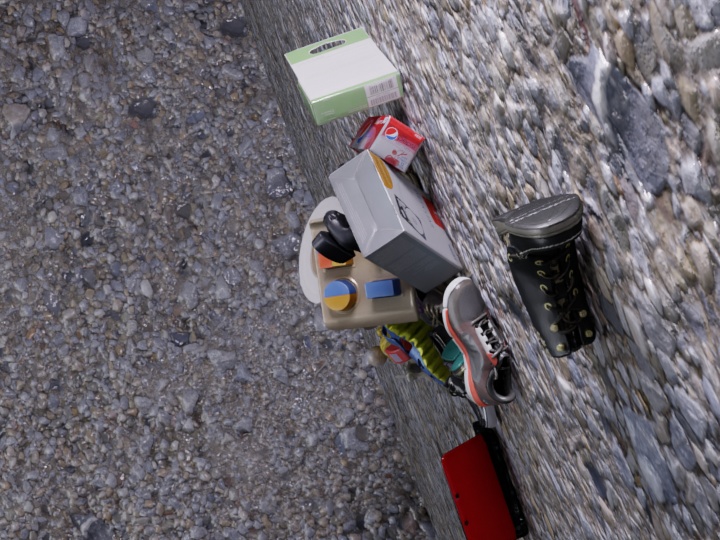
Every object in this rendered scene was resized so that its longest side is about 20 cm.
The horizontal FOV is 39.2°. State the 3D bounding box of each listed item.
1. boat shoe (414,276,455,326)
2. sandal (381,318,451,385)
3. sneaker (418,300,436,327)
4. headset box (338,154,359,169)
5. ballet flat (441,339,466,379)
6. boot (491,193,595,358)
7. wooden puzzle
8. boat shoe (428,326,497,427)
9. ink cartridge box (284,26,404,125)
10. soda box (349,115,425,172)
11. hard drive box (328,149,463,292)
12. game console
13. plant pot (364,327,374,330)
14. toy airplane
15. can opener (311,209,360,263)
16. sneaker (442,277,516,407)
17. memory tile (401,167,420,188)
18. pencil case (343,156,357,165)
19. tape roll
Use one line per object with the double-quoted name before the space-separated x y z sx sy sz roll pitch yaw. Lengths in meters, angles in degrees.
"boat shoe" 0.138 0.064 1.614 0.200 0.073 0.075 -124 16 -68
"sandal" 0.109 0.133 1.840 0.200 0.079 0.087 46 157 6
"sneaker" 0.070 0.025 1.862 0.073 0.114 0.201 -17 94 62
"headset box" 0.023 -0.135 2.014 0.149 0.077 0.200 -129 21 -71
"ballet flat" 0.177 0.143 1.596 0.200 0.072 0.072 -158 49 -87
"boot" 0.193 0.008 0.982 0.204 0.073 0.154 -134 22 -85
"wooden puzzle" 0.000 0.000 1.724 0.046 0.185 0.200 -17 -82 -62
"boat shoe" 0.170 0.180 1.722 0.070 0.066 0.200 89 161 -71
"ink cartridge box" -0.030 -0.312 1.609 0.200 0.145 0.048 -117 9 -54
"soda box" 0.040 -0.202 1.602 0.070 0.063 0.200 31 -177 -13
"hard drive box" 0.056 -0.071 1.533 0.200 0.077 0.156 29 -147 -56
"game console" 0.207 0.387 1.789 0.172 0.118 0.200 -175 66 -83
"plant pot" 0.009 0.034 2.290 0.175 0.200 0.200 53 175 -5
"toy airplane" 0.068 0.144 2.156 0.200 0.141 0.199 50 -175 30
"can opener" 0.012 -0.041 1.585 0.200 0.079 0.063 20 -134 -41
"sneaker" 0.184 0.102 1.458 0.082 0.077 0.200 -1 111 56
"memory tile" 0.102 -0.096 1.721 0.153 0.017 0.200 82 167 -61
"pencil case" 0.038 -0.113 1.766 0.091 0.083 0.200 42 -152 -85
"tape roll" -0.039 -0.033 1.864 0.202 0.071 0.203 -31 54 55
